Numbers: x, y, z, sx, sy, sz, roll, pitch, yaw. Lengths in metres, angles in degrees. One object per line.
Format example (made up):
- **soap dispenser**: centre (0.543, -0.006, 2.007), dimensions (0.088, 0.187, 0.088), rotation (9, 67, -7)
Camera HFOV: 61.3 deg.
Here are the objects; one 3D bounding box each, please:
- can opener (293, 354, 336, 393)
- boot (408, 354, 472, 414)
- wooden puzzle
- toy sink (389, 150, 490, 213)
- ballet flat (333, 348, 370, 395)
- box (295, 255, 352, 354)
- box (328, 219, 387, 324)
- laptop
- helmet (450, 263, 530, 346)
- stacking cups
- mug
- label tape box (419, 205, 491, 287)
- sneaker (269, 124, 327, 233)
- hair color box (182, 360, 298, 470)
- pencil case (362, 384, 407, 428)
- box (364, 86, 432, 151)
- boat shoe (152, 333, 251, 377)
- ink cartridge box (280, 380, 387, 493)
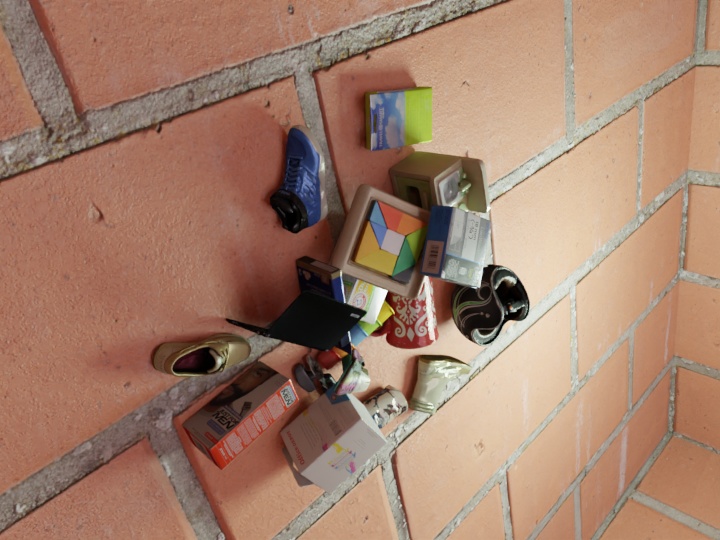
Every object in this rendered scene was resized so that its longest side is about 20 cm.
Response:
- **can opener**: centre (-0.088, 0.269, 1.383), dimensions (0.066, 0.054, 0.201), rotation (-27, 128, 2)
- **boot**: centre (0.219, 0.316, 1.675), dimensions (0.198, 0.072, 0.157), rotation (11, 95, -41)
- **wooden puzzle**: centre (0.059, -0.057, 1.245), dimensions (0.198, 0.037, 0.187), rotation (21, 87, -15)
- **toy sink**: centre (0.177, -0.180, 1.378), dimensions (0.112, 0.199, 0.132), rotation (-36, 127, -30)
- **ballet flat**: centre (-0.012, 0.230, 1.344), dimensions (0.071, 0.200, 0.070), rotation (33, 102, -3)
- **box**: centre (-0.075, 0.079, 1.269), dimensions (0.032, 0.120, 0.203), rotation (-27, 121, -34)
- **box**: centre (0.000, 0.000, 1.324), dimensions (0.101, 0.112, 0.202), rotation (25, 86, -43)
- **laptop**: centre (-0.124, 0.089, 1.174), dimensions (0.176, 0.198, 0.105), rotation (23, 82, -46)
- **helmet**: centre (0.335, 0.095, 1.633), dimensions (0.198, 0.190, 0.203), rotation (18, 58, -31)
- **stacking cups**: centre (-0.014, 0.141, 1.365), dimensions (0.200, 0.060, 0.061), rotation (-42, 130, -7)
- **mug**: centre (0.104, 0.075, 1.442), dimensions (0.176, 0.132, 0.203), rotation (-21, 114, -40)
- **label tape box**: centre (0.221, -0.043, 1.276), dimensions (0.198, 0.063, 0.146), rotation (13, 87, -42)
- **sneaker**: centre (-0.126, -0.169, 1.168), dimensions (0.111, 0.076, 0.202), rotation (-38, 134, -41)
- **hair color box**: centre (-0.232, 0.277, 1.187), dimensions (0.199, 0.110, 0.065), rotation (-39, 128, -30)
- **pencil case**: centre (0.033, 0.363, 1.499), dimensions (0.199, 0.077, 0.091), rotation (-28, 103, -36)
- **box**: centre (0.080, -0.335, 1.338), dimensions (0.198, 0.047, 0.124), rotation (-19, 115, -39)
- **boat shoe**: centre (-0.282, 0.166, 1.132), dimensions (0.198, 0.066, 0.075), rotation (-6, 108, -43)
- **ink cartridge box**: centre (-0.069, 0.376, 1.337), dimensions (0.200, 0.129, 0.125), rotation (-41, 130, 0)
